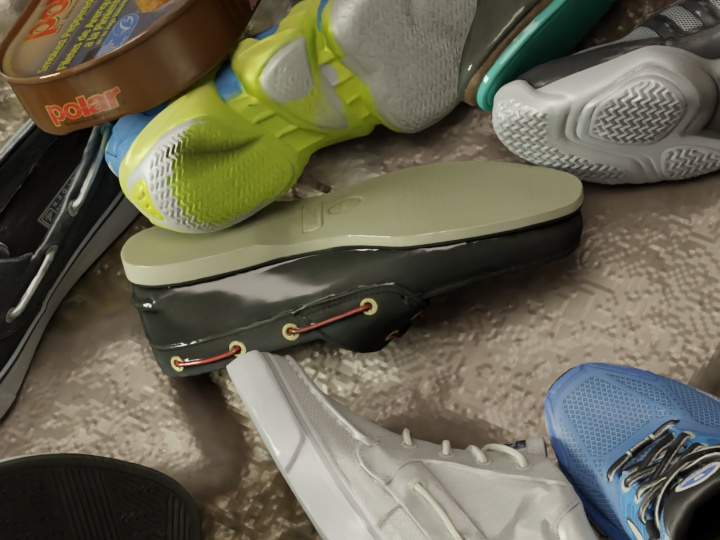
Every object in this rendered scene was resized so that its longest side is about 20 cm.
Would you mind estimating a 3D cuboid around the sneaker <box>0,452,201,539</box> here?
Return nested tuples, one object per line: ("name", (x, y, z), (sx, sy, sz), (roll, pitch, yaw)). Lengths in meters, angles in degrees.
("sneaker", (-0.178, 0.115, 1.071), (0.199, 0.121, 0.084), (-4, 95, -23))

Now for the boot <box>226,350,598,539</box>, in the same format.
("boot", (0.033, 0.094, 1.020), (0.095, 0.074, 0.200), (-34, 68, -6))

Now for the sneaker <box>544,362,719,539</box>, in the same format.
("sneaker", (0.138, 0.086, 0.960), (0.079, 0.089, 0.200), (-46, 46, -6))

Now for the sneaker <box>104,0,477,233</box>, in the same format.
("sneaker", (-0.031, -0.089, 1.117), (0.200, 0.076, 0.105), (-29, 24, -23))

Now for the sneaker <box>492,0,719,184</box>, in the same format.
("sneaker", (0.152, -0.107, 1.067), (0.199, 0.076, 0.114), (-10, 59, 12))

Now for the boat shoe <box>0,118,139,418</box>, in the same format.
("boat shoe", (-0.167, 0.000, 1.126), (0.072, 0.068, 0.200), (34, 80, 29))

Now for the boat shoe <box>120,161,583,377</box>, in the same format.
("boat shoe", (0.000, -0.001, 1.075), (0.201, 0.063, 0.074), (-12, 21, 10))

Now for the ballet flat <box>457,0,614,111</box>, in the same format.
("ballet flat", (0.104, -0.149, 1.102), (0.200, 0.068, 0.068), (-38, 70, -14))

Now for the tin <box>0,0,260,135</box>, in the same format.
("tin", (-0.092, -0.129, 1.127), (0.112, 0.042, 0.200), (-10, 33, 26))
